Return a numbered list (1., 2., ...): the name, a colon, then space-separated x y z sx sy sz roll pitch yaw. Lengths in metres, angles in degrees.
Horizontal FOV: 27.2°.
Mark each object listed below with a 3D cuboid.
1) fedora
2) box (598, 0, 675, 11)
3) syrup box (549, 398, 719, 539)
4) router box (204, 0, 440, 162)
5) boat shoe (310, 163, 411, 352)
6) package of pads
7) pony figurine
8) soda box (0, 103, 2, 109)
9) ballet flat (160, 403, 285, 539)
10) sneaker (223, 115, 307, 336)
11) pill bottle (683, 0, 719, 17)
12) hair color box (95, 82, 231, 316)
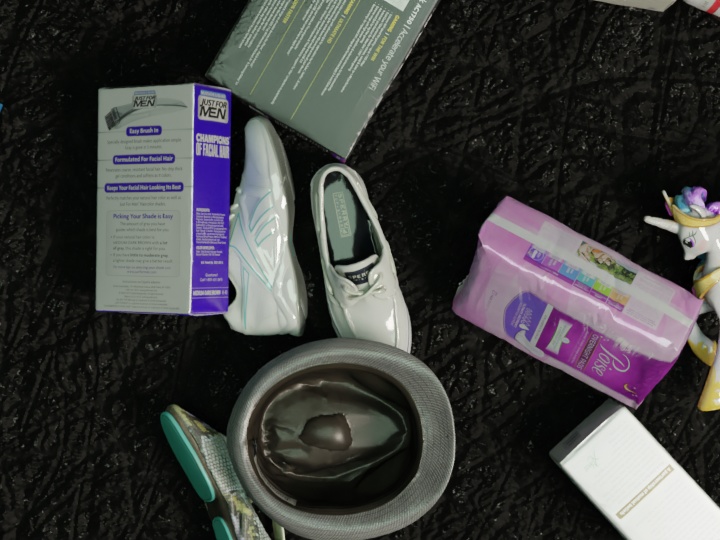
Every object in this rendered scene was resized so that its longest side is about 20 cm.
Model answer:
1. fedora: -0.016 0.147 1.327 0.199 0.090 0.178 -10 91 1
2. box: 0.251 -0.340 1.321 0.095 0.078 0.201 9 91 0
3. syrup box: 0.268 0.215 1.330 0.081 0.079 0.200 -42 90 1
4. router box: -0.027 -0.220 1.340 0.149 0.051 0.200 31 91 -2
5. boat shoe: 0.000 0.000 1.336 0.072 0.066 0.201 -11 91 1
6. package of pads: 0.184 0.030 1.294 0.200 0.121 0.076 28 59 9
7. pony figurine: 0.359 0.007 1.303 0.192 0.167 0.201 -13 107 10
8. soda box: -0.432 -0.159 1.340 0.199 0.064 0.068 22 91 0
9. ballet flat: -0.115 0.205 1.350 0.072 0.072 0.201 -24 91 1
10. sneaker: -0.096 -0.038 1.336 0.080 0.070 0.201 -5 90 8
11. pill bottle: 0.393 -0.252 1.304 0.199 0.112 0.113 23 91 0
12. hair color box: -0.175 -0.062 1.318 0.109 0.065 0.201 2 92 30
